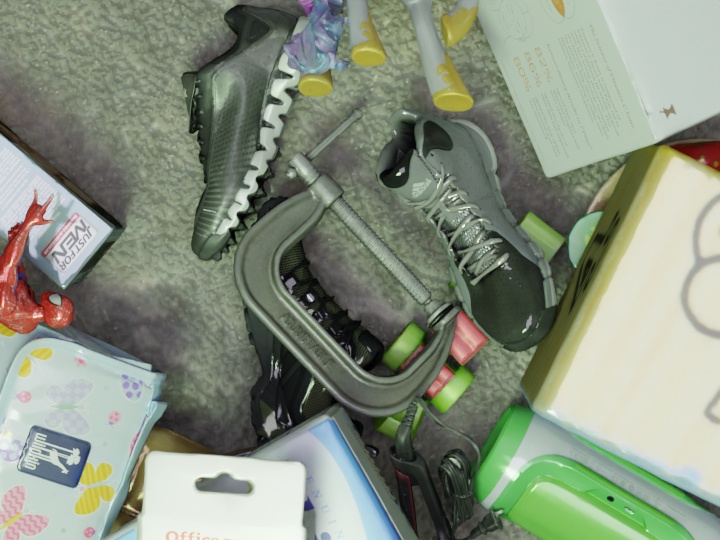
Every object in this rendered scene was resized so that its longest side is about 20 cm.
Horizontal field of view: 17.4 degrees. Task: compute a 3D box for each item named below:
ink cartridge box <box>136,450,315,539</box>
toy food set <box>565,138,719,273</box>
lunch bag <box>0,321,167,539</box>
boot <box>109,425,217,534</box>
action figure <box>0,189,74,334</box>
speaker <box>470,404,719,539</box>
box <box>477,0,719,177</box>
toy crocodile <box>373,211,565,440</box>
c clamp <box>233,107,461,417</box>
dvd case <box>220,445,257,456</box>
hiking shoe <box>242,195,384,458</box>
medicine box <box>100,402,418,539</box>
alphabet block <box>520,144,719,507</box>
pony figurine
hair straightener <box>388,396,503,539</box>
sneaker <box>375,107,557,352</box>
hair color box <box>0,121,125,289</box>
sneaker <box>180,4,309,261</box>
[{"bbox_3d":[-0.091,0.220,1.585,0.116,0.067,0.201,4,93,5],"label":"ink cartridge box"},{"bbox_3d":[0.255,0.003,1.761,0.198,0.049,0.200,-35,92,2],"label":"toy food set"},{"bbox_3d":[-0.255,0.112,1.712,0.199,0.127,0.170,25,93,16],"label":"lunch bag"},{"bbox_3d":[-0.097,0.233,1.754,0.199,0.066,0.176,23,87,1],"label":"boot"},{"bbox_3d":[-0.277,-0.019,1.656,0.199,0.065,0.099,21,79,21],"label":"action figure"},{"bbox_3d":[0.180,0.180,1.751,0.199,0.088,0.089,31,92,-1],"label":"speaker"},{"bbox_3d":[0.182,-0.165,1.669,0.106,0.200,0.153,-24,93,-19],"label":"box"},{"bbox_3d":[0.078,0.043,1.757,0.067,0.062,0.200,41,92,-1],"label":"toy crocodile"},{"bbox_3d":[0.000,0.000,1.711,0.171,0.027,0.200,-36,86,-26],"label":"c clamp"},{"bbox_3d":[-0.084,0.211,1.788,0.199,0.016,0.149,-14,92,1],"label":"dvd case"},{"bbox_3d":[-0.032,0.043,1.745,0.100,0.076,0.201,-4,92,8],"label":"hiking shoe"},{"bbox_3d":[-0.057,0.222,1.667,0.199,0.103,0.183,-30,88,6],"label":"medicine box"},{"bbox_3d":[0.240,0.042,1.642,0.195,0.196,0.201,27,93,-2],"label":"alphabet block"},{"bbox_3d":[0.002,-0.219,1.683,0.192,0.167,0.201,5,60,-2],"label":"pony figurine"},{"bbox_3d":[0.065,0.173,1.730,0.077,0.041,0.201,-9,122,2],"label":"hair straightener"},{"bbox_3d":[0.062,-0.034,1.690,0.075,0.115,0.201,-39,55,24],"label":"sneaker"},{"bbox_3d":[-0.270,-0.073,1.735,0.200,0.099,0.061,41,91,-2],"label":"hair color box"},{"bbox_3d":[-0.098,-0.108,1.753,0.090,0.066,0.201,22,89,2],"label":"sneaker"}]
